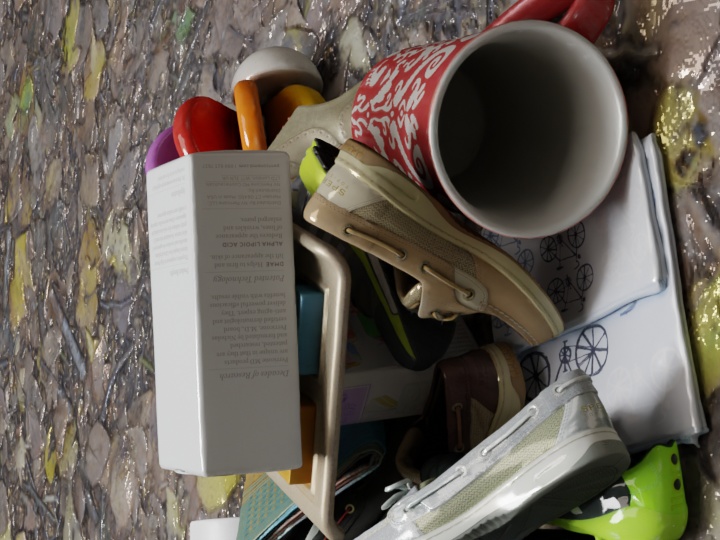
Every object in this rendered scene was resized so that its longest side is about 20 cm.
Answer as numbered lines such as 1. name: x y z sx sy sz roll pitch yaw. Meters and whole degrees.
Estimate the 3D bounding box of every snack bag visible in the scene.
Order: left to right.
1. snack bag: 0.146 0.034 1.016 0.188 0.021 0.202 -31 60 55

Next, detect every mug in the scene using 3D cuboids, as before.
1. mug: 0.092 -0.107 1.041 0.134 0.177 0.200 64 166 -14

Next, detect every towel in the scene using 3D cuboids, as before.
1. towel: -0.036 0.130 1.200 0.146 0.022 0.200 -41 18 17

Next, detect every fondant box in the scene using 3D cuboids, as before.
1. fondant box: -0.013 0.024 1.167 0.201 0.143 0.059 -118 32 -43

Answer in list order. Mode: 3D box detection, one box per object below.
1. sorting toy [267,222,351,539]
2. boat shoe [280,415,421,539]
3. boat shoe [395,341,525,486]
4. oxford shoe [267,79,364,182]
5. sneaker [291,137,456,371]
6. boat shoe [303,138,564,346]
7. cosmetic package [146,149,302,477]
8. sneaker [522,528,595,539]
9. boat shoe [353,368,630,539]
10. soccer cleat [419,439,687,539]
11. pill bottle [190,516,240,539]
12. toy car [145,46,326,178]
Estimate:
1. sorting toy: -0.056 0.061 1.044 0.185 0.036 0.202 -149 56 -63
2. boat shoe: -0.019 0.186 1.176 0.202 0.063 0.074 -55 16 -8
3. boat shoe: 0.056 0.130 1.098 0.201 0.071 0.072 109 146 -44
4. oxford shoe: -0.048 -0.088 1.250 0.199 0.070 0.075 -27 66 12
5. sneaker: 0.000 0.000 1.093 0.081 0.074 0.201 -51 48 26
6. boat shoe: 0.047 -0.003 0.979 0.065 0.200 0.071 -54 25 -2
7. cosmetic package: -0.089 0.028 0.994 0.102 0.073 0.202 174 92 -67
8. sneaker: 0.133 0.222 0.963 0.200 0.078 0.090 30 110 58
9. boat shoe: 0.070 0.135 0.941 0.202 0.074 0.065 -37 59 29
10. soccer cleat: 0.121 0.127 0.982 0.199 0.067 0.082 6 97 43
11. pill bottle: -0.099 0.315 1.323 0.119 0.119 0.202 -22 69 58
12. toy car: -0.112 -0.092 1.356 0.200 0.149 0.176 -45 50 50
